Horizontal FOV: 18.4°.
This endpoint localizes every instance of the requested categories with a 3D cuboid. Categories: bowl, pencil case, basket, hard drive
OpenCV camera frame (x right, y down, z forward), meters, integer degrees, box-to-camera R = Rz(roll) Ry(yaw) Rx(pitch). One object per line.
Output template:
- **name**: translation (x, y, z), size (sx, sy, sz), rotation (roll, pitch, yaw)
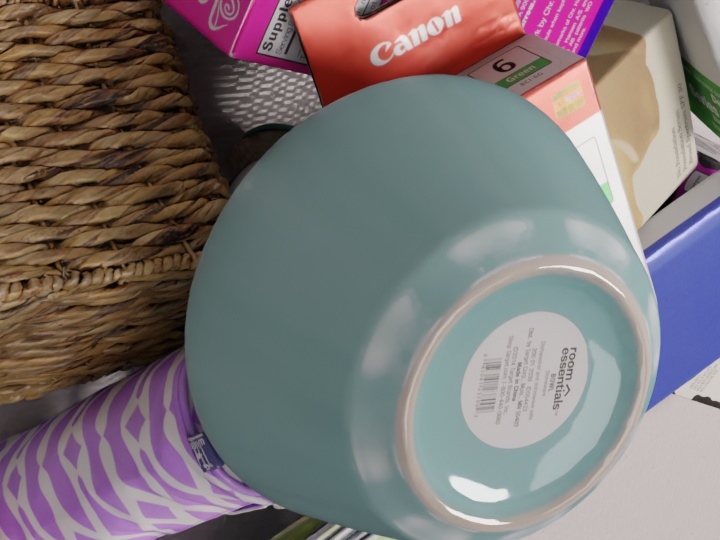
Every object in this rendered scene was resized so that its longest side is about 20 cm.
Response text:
- **bowl**: translation (0.040, 0.032, 0.891), size (0.200, 0.105, 0.201), rotation (-12, 116, -24)
- **pencil case**: translation (-0.099, 0.091, 1.018), size (0.086, 0.200, 0.084), rotation (56, 47, -8)
- **basket**: translation (-0.171, -0.027, 0.962), size (0.200, 0.149, 0.143), rotation (-11, 160, -33)
- **hard drive**: translation (0.134, 0.038, 1.171), size (0.200, 0.025, 0.132), rotation (-34, 144, -15)

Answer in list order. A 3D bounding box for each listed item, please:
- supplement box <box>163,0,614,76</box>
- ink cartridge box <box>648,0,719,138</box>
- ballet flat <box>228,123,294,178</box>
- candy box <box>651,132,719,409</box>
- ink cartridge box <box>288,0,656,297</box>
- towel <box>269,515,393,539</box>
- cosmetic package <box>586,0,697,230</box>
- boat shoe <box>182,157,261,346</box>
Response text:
- **supplement box**: translation (0.011, -0.143, 0.993), size (0.200, 0.101, 0.104), rotation (10, 113, -42)
- **ink cartridge box**: translation (0.209, -0.179, 1.095), size (0.146, 0.083, 0.200), rotation (-29, 123, -3)
- **ballet flat**: translation (0.000, 0.000, 1.105), size (0.067, 0.063, 0.200), rotation (-15, 145, 25)
- **candy box**: translation (0.190, 0.000, 1.264), size (0.200, 0.061, 0.137), rotation (17, 111, -47)
- **ink cartridge box**: translation (0.052, -0.044, 0.959), size (0.109, 0.050, 0.200), rotation (-31, 123, -17)
- **towel**: translation (0.001, 0.199, 1.171), size (0.171, 0.048, 0.200), rotation (-33, 133, -8)
- **cosmetic package**: translation (0.080, -0.041, 1.095), size (0.200, 0.071, 0.105), rotation (-46, 136, -31)
- **boat shoe**: translation (-0.070, 0.018, 1.066), size (0.073, 0.068, 0.200), rotation (-26, 143, -33)
